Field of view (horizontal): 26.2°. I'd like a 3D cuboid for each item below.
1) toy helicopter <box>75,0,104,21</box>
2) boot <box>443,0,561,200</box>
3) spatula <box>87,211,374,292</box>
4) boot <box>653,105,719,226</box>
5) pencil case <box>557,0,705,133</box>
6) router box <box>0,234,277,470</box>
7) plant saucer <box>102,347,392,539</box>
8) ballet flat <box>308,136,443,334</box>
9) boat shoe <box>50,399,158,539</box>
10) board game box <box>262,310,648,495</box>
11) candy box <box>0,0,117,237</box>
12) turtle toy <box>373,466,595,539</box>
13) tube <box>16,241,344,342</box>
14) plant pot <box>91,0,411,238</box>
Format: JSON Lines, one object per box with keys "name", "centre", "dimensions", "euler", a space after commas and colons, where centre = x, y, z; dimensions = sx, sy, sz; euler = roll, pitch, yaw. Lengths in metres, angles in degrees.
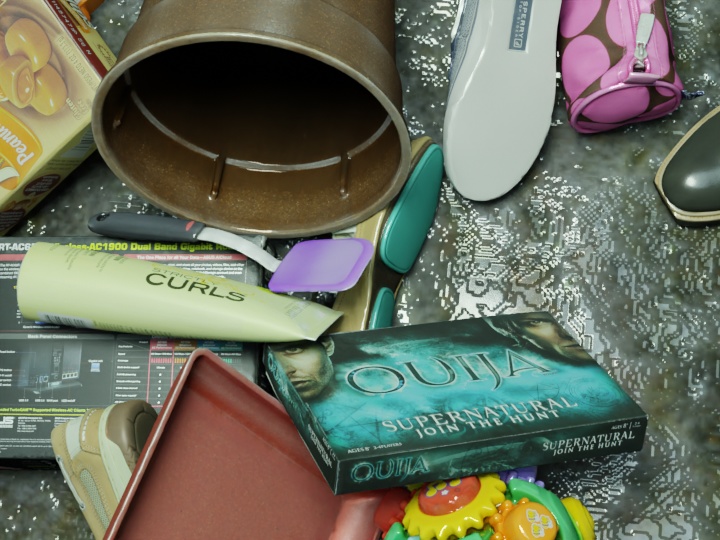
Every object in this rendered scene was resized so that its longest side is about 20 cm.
{"name": "toy helicopter", "centre": [-0.253, -0.171, 1.104], "dimensions": [0.131, 0.079, 0.201], "euler": [15, 89, 3]}
{"name": "boot", "centre": [0.093, -0.153, 1.060], "dimensions": [0.072, 0.090, 0.201], "euler": [10, 103, -15]}
{"name": "spatula", "centre": [-0.087, -0.017, 0.989], "dimensions": [0.199, 0.021, 0.057], "euler": [12, 41, 19]}
{"name": "boot", "centre": [0.282, -0.109, 0.987], "dimensions": [0.199, 0.138, 0.078], "euler": [-31, 75, -1]}
{"name": "pencil case", "centre": [0.169, -0.198, 1.046], "dimensions": [0.090, 0.094, 0.201], "euler": [-9, 74, 4]}
{"name": "router box", "centre": [-0.157, 0.055, 1.029], "dimensions": [0.198, 0.062, 0.151], "euler": [0, 76, 6]}
{"name": "plant saucer", "centre": [-0.082, 0.178, 0.931], "dimensions": [0.037, 0.200, 0.201], "euler": [1, 60, 44]}
{"name": "ballet flat", "centre": [0.000, 0.000, 1.028], "dimensions": [0.063, 0.069, 0.201], "euler": [11, 75, 23]}
{"name": "boat shoe", "centre": [-0.137, 0.178, 0.972], "dimensions": [0.076, 0.072, 0.201], "euler": [-14, 101, 19]}
{"name": "board game box", "centre": [0.054, 0.075, 0.939], "dimensions": [0.199, 0.028, 0.135], "euler": [-5, 29, -22]}
{"name": "candy box", "centre": [-0.255, -0.096, 1.046], "dimensions": [0.200, 0.055, 0.116], "euler": [-40, 80, 15]}
{"name": "turtle toy", "centre": [0.065, 0.157, 0.932], "dimensions": [0.145, 0.200, 0.102], "euler": [-22, 112, 5]}
{"name": "tube", "centre": [-0.114, 0.019, 0.971], "dimensions": [0.199, 0.052, 0.058], "euler": [9, 54, 12]}
{"name": "plant pot", "centre": [-0.058, -0.158, 1.004], "dimensions": [0.199, 0.201, 0.199], "euler": [2, 56, 7]}
